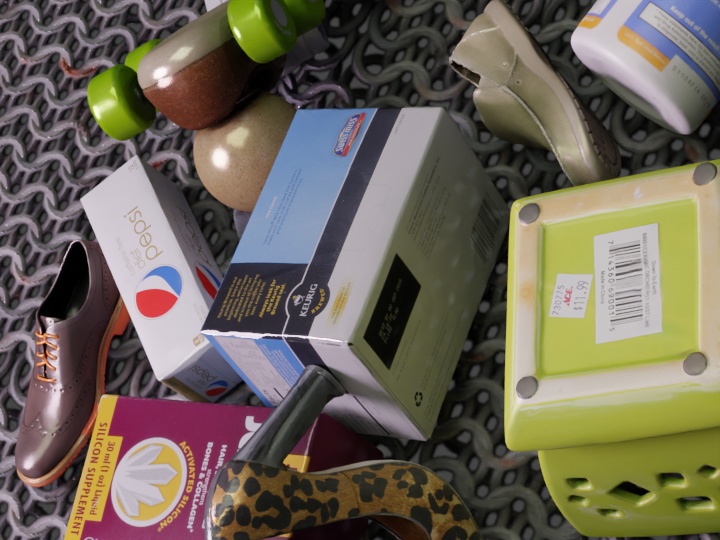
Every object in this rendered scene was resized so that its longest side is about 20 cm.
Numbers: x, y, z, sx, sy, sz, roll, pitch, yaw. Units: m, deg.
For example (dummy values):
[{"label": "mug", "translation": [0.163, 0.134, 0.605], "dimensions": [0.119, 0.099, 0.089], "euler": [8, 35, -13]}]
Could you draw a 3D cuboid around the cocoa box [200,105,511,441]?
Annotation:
[{"label": "cocoa box", "translation": [0.000, 0.000, 1.368], "dimensions": [0.130, 0.134, 0.201], "euler": [2, 57, 34]}]

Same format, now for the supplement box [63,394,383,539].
[{"label": "supplement box", "translation": [-0.100, 0.171, 1.387], "dimensions": [0.198, 0.103, 0.132], "euler": [1, 67, 31]}]

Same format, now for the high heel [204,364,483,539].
[{"label": "high heel", "translation": [-0.008, 0.179, 1.273], "dimensions": [0.143, 0.200, 0.071], "euler": [-51, 11, -29]}]

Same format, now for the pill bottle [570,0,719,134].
[{"label": "pill bottle", "translation": [0.249, -0.205, 1.349], "dimensions": [0.200, 0.112, 0.112], "euler": [-51, 52, 0]}]

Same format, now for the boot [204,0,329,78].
[{"label": "boot", "translation": [-0.084, -0.246, 1.607], "dimensions": [0.095, 0.074, 0.201], "euler": [-24, 65, 13]}]

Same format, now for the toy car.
[{"label": "toy car", "translation": [-0.082, -0.106, 1.488], "dimensions": [0.163, 0.201, 0.158], "euler": [-25, 12, 22]}]

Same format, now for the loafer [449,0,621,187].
[{"label": "loafer", "translation": [0.126, -0.117, 1.410], "dimensions": [0.068, 0.076, 0.201], "euler": [-39, 44, 11]}]

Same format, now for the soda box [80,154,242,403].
[{"label": "soda box", "translation": [-0.150, 0.008, 1.517], "dimensions": [0.063, 0.068, 0.201], "euler": [-37, 54, 11]}]

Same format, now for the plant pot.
[{"label": "plant pot", "translation": [0.197, 0.044, 1.218], "dimensions": [0.198, 0.181, 0.202], "euler": [-10, 62, 28]}]

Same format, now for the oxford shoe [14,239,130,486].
[{"label": "oxford shoe", "translation": [-0.243, 0.071, 1.541], "dimensions": [0.071, 0.072, 0.202], "euler": [5, 71, 32]}]
